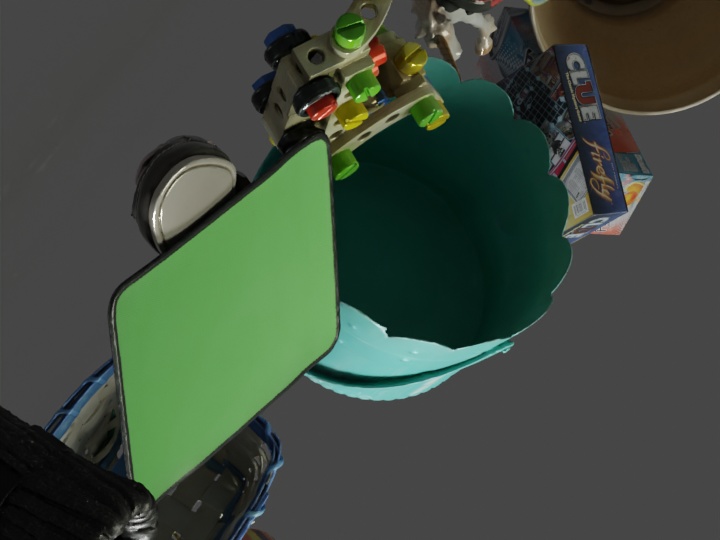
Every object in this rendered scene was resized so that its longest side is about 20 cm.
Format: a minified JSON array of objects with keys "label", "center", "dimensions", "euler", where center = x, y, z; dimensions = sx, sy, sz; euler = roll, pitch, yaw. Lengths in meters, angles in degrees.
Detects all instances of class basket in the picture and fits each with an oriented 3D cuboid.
[{"label":"basket","center":[-0.132,0.131,1.536],"dimensions":[0.177,0.139,0.200],"euler":[-55,177,-24]}]

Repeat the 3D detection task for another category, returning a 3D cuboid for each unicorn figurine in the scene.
[{"label":"unicorn figurine","center":[0.079,-0.201,1.756],"dimensions":[0.137,0.073,0.201],"euler":[61,49,-69]}]

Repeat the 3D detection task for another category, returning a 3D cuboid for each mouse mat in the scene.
[{"label":"mouse mat","center":[-0.073,0.029,1.451],"dimensions":[0.200,0.007,0.162],"euler":[-41,141,-41]}]

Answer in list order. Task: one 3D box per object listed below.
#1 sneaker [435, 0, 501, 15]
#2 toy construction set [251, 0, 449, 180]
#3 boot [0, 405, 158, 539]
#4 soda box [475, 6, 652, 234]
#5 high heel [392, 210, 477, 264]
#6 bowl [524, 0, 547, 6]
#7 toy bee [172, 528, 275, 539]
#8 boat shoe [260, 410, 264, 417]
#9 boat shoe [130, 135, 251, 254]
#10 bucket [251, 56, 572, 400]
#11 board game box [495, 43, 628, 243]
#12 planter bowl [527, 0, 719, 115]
[{"label":"sneaker","center":[0.111,-0.251,1.669],"dimensions":[0.201,0.071,0.098],"euler":[-53,-173,-31]},{"label":"toy construction set","center":[0.000,-0.128,1.505],"dimensions":[0.131,0.092,0.200],"euler":[-27,152,-18]},{"label":"boot","center":[-0.186,0.136,1.243],"dimensions":[0.079,0.157,0.212],"euler":[-49,168,-34]},{"label":"soda box","center":[0.160,-0.120,2.032],"dimensions":[0.063,0.201,0.069],"euler":[2,134,-27]},{"label":"high heel","center":[0.000,0.000,1.776],"dimensions":[0.199,0.068,0.096],"euler":[-6,141,-16]},{"label":"bowl","center":[0.115,-0.274,1.550],"dimensions":[0.201,0.107,0.200],"euler":[-54,171,-13]},{"label":"toy bee","center":[-0.136,0.243,1.987],"dimensions":[0.200,0.130,0.109],"euler":[-34,133,-40]},{"label":"boat shoe","center":[-0.097,0.083,1.797],"dimensions":[0.200,0.062,0.075],"euler":[-45,166,-45]},{"label":"boat shoe","center":[-0.099,-0.043,1.441],"dimensions":[0.067,0.057,0.200],"euler":[-54,165,2]},{"label":"bucket","center":[0.023,-0.020,1.650],"dimensions":[0.207,0.207,0.135],"euler":[-50,180,-31]},{"label":"board game box","center":[0.124,-0.077,1.978],"dimensions":[0.034,0.136,0.200],"euler":[-6,167,-31]},{"label":"planter bowl","center":[0.220,-0.238,2.009],"dimensions":[0.201,0.199,0.135],"euler":[-59,-164,15]}]
